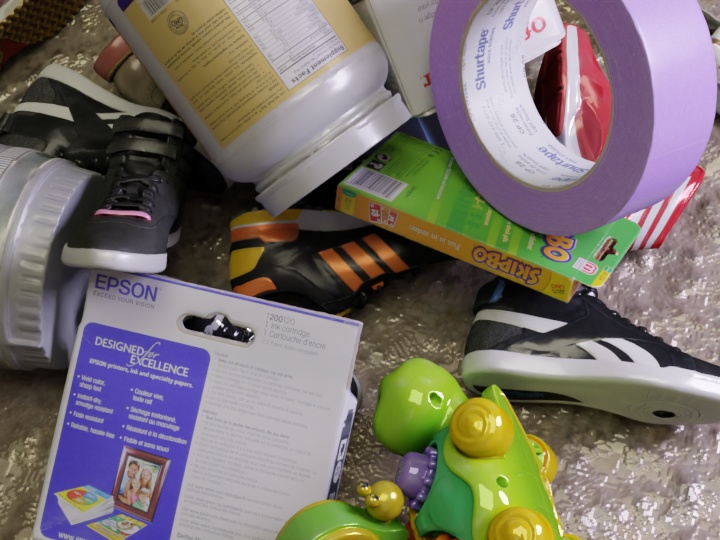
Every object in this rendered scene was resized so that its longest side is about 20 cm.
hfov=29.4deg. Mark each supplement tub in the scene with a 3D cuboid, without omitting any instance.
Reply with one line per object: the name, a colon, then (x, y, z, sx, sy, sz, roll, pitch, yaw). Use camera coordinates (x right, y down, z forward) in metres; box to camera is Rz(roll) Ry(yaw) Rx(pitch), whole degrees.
supplement tub: (-0.071, -0.153, 0.959, 0.145, 0.145, 0.200, -38, 95, -16)

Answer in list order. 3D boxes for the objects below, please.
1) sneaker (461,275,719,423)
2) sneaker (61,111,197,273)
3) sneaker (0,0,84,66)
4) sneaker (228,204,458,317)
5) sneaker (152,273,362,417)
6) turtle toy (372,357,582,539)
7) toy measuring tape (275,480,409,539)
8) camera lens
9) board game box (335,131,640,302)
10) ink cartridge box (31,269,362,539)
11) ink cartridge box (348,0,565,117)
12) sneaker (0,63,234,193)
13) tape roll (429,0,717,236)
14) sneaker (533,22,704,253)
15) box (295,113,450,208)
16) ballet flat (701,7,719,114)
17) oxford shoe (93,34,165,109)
sneaker: (0.178, 0.040, 0.978, 0.200, 0.073, 0.112, 8, 64, 9)
sneaker: (-0.158, -0.057, 0.944, 0.071, 0.200, 0.099, 8, 102, 0)
sneaker: (-0.316, -0.221, 1.152, 0.090, 0.075, 0.200, 40, 70, 15)
sneaker: (0.000, 0.000, 1.031, 0.200, 0.070, 0.090, 1, 81, 1)
sneaker: (-0.095, 0.060, 0.985, 0.200, 0.088, 0.076, 19, 64, 11)
turtle toy: (0.073, 0.144, 0.914, 0.101, 0.146, 0.200, -27, 61, 13)
toy measuring tape: (-0.043, 0.211, 0.872, 0.074, 0.074, 0.200, 39, 95, 21)
camera lens: (-0.295, -0.017, 0.994, 0.200, 0.160, 0.160, 10, 63, 8)
board game box: (0.091, -0.039, 0.975, 0.200, 0.030, 0.096, 21, 38, 21)
ink cartridge box: (-0.108, 0.110, 0.938, 0.198, 0.043, 0.200, 13, 93, 10)
ink cartridge box: (0.045, -0.234, 1.015, 0.146, 0.200, 0.086, -30, 21, -19)
sneaker: (-0.200, -0.077, 1.077, 0.200, 0.073, 0.112, 26, 69, 24)
tape roll: (0.136, -0.127, 0.913, 0.066, 0.200, 0.200, -20, 60, -36)
sneaker: (0.201, -0.099, 1.073, 0.115, 0.078, 0.200, 5, 67, -9)
box: (0.022, -0.132, 1.102, 0.200, 0.044, 0.161, -3, 62, 1)
ballet flat: (0.271, -0.183, 1.105, 0.200, 0.064, 0.067, 38, 71, 20)
oxford shoe: (-0.125, -0.195, 1.137, 0.200, 0.070, 0.075, -41, 89, -26)
